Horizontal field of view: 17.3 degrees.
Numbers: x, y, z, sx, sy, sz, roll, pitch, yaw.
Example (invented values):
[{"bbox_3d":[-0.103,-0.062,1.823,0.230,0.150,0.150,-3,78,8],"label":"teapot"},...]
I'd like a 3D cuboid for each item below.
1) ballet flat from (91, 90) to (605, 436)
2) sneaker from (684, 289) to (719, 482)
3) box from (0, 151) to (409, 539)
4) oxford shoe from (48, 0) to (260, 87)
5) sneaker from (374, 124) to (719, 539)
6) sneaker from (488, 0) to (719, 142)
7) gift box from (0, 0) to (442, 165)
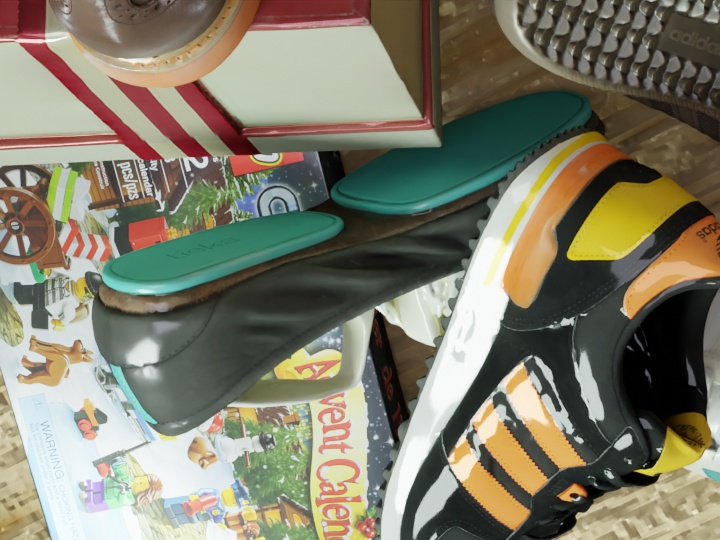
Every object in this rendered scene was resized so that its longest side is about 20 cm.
[{"bbox_3d":[0.000,0.000,0.794,0.200,0.068,0.068,-22,114,-26],"label":"ballet flat"},{"bbox_3d":[0.156,0.049,0.801,0.200,0.093,0.070,12,106,6],"label":"sneaker"},{"bbox_3d":[-0.059,0.034,0.862,0.137,0.038,0.200,-12,102,12],"label":"box"},{"bbox_3d":[-0.043,-0.151,0.610,0.071,0.073,0.200,4,82,9],"label":"oxford shoe"},{"bbox_3d":[0.069,0.056,0.782,0.090,0.070,0.200,33,125,28],"label":"sneaker"},{"bbox_3d":[0.130,-0.075,0.792,0.200,0.076,0.070,25,110,-21],"label":"sneaker"},{"bbox_3d":[-0.054,-0.140,0.743,0.184,0.187,0.200,3,81,8],"label":"gift box"}]
